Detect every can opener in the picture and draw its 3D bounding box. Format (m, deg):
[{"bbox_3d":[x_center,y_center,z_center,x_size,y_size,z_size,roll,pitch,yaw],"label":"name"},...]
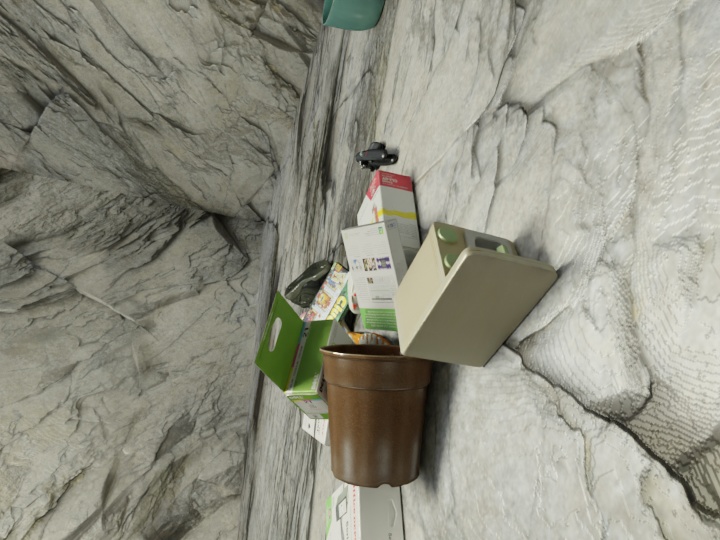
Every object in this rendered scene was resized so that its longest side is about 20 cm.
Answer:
[{"bbox_3d":[0.034,-0.283,1.339,0.200,0.062,0.081,-139,61,-71],"label":"can opener"}]

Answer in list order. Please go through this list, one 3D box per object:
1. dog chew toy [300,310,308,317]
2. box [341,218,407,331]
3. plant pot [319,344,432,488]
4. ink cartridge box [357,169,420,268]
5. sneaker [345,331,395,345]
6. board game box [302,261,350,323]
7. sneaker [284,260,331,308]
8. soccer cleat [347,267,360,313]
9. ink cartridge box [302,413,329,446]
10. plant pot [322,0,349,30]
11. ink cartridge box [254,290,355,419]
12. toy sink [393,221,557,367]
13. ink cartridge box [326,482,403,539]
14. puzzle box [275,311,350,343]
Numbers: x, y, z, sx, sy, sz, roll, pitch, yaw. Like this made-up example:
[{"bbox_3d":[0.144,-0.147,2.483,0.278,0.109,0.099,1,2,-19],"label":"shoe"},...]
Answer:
[{"bbox_3d":[-0.119,0.212,1.483,0.126,0.121,0.204,120,147,-47],"label":"dog chew toy"},{"bbox_3d":[0.036,0.013,1.018,0.143,0.036,0.206,-3,101,55],"label":"box"},{"bbox_3d":[0.028,0.232,0.890,0.200,0.194,0.205,172,99,-72],"label":"plant pot"},{"bbox_3d":[0.054,-0.081,1.124,0.146,0.081,0.204,119,155,-48],"label":"ink cartridge box"},{"bbox_3d":[0.029,0.161,1.100,0.198,0.075,0.081,13,97,55],"label":"sneaker"},{"bbox_3d":[-0.077,0.090,1.382,0.104,0.023,0.203,33,96,34],"label":"board game box"},{"bbox_3d":[-0.145,0.052,1.747,0.198,0.114,0.077,-40,29,22],"label":"sneaker"},{"bbox_3d":[0.000,0.000,1.293,0.078,0.067,0.207,-146,64,-75],"label":"soccer cleat"},{"bbox_3d":[-0.054,0.278,1.130,0.199,0.082,0.149,162,118,-70],"label":"ink cartridge box"},{"bbox_3d":[-0.015,-0.831,1.644,0.200,0.156,0.207,-170,90,-74],"label":"plant pot"},{"bbox_3d":[-0.089,0.150,0.953,0.201,0.074,0.151,56,-143,-43],"label":"ink cartridge box"},{"bbox_3d":[0.140,0.018,0.712,0.114,0.126,0.202,-96,22,-43],"label":"toy sink"},{"bbox_3d":[0.002,0.468,0.987,0.202,0.082,0.149,119,155,-47],"label":"ink cartridge box"},{"bbox_3d":[-0.125,0.179,1.417,0.199,0.025,0.134,-42,58,11],"label":"puzzle box"}]
